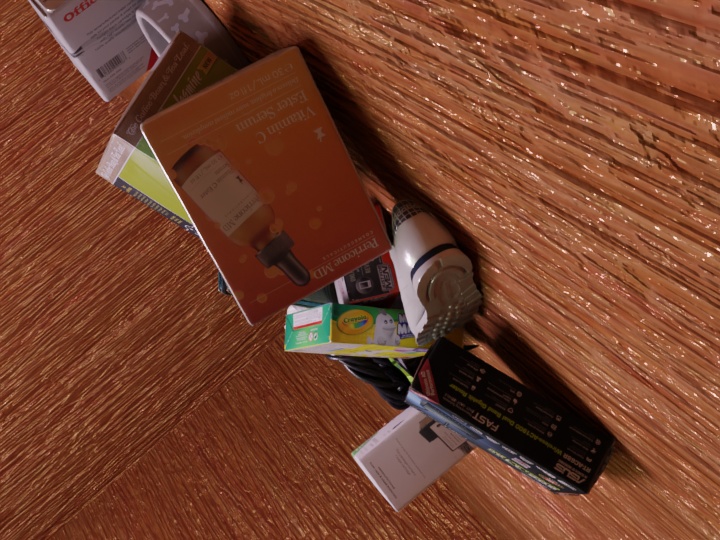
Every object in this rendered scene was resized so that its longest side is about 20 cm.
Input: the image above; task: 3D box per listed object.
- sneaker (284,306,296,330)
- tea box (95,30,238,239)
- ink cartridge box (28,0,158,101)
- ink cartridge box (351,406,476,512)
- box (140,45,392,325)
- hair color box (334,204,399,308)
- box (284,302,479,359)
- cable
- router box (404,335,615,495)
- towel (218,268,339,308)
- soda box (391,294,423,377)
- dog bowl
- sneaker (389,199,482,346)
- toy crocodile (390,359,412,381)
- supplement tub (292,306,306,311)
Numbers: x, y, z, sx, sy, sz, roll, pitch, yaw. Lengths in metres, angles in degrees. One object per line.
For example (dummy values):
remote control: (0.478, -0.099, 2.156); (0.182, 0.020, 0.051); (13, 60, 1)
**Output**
sneaker: (-0.083, 0.034, 1.358); (0.081, 0.146, 0.200); (54, 170, -30)
tea box: (-0.167, -0.125, 0.902); (0.196, 0.134, 0.200); (32, 164, -18)
ink cartridge box: (-0.320, -0.329, 1.032); (0.084, 0.144, 0.200); (47, 171, 14)
ink cartridge box: (0.093, 0.210, 1.063); (0.085, 0.200, 0.146); (51, 171, 5)
box: (-0.086, -0.080, 0.755); (0.201, 0.151, 0.106); (62, 175, -17)
hair color box: (0.000, 0.000, 0.973); (0.200, 0.061, 0.102); (103, 155, -80)
box: (0.027, 0.073, 0.936); (0.199, 0.049, 0.117); (9, 166, -30)
cable: (0.001, 0.125, 1.074); (0.163, 0.051, 0.200); (44, -178, 9)
router box: (0.144, 0.153, 0.845); (0.199, 0.062, 0.150); (31, 169, 9)
towel: (-0.094, -0.018, 1.072); (0.199, 0.022, 0.148); (13, -128, -31)
soda box: (0.053, 0.080, 1.127); (0.063, 0.071, 0.200); (54, 171, -36)
dog bowl: (-0.197, -0.258, 1.003); (0.200, 0.059, 0.200); (49, 171, 10)
sneaker: (0.067, 0.007, 0.800); (0.081, 0.076, 0.200); (55, 167, 26)
toy crocodile: (0.079, 0.189, 1.481); (0.200, 0.062, 0.068); (38, 165, 52)
supplement tub: (-0.101, -0.046, 1.196); (0.201, 0.122, 0.122); (54, 170, -24)
